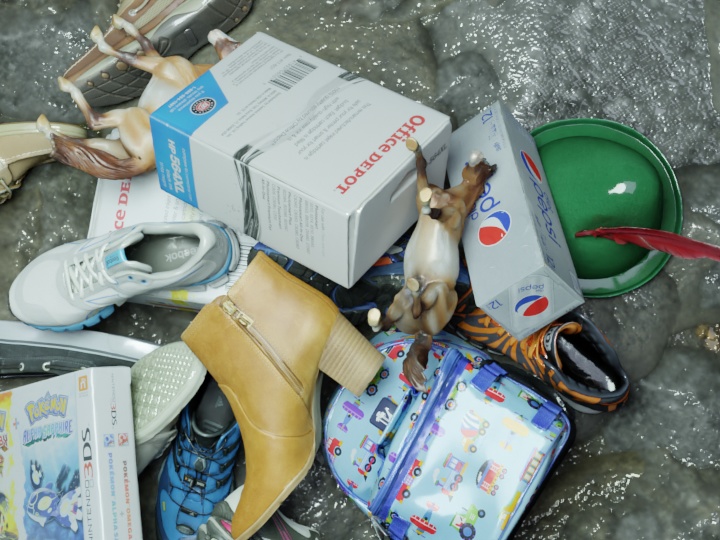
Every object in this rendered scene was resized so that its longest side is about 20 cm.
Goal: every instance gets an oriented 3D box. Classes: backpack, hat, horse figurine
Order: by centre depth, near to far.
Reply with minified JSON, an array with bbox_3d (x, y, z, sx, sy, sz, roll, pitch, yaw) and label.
[{"bbox_3d":[0.053,-0.008,0.860,0.049,0.132,0.204,7,81,20],"label":"horse figurine"},{"bbox_3d":[0.058,0.139,0.933,0.199,0.134,0.184,34,90,16],"label":"backpack"},{"bbox_3d":[0.210,-0.071,0.938,0.196,0.176,0.169,8,80,6],"label":"hat"},{"bbox_3d":[-0.186,-0.142,0.955,0.131,0.050,0.202,28,56,-4],"label":"horse figurine"}]

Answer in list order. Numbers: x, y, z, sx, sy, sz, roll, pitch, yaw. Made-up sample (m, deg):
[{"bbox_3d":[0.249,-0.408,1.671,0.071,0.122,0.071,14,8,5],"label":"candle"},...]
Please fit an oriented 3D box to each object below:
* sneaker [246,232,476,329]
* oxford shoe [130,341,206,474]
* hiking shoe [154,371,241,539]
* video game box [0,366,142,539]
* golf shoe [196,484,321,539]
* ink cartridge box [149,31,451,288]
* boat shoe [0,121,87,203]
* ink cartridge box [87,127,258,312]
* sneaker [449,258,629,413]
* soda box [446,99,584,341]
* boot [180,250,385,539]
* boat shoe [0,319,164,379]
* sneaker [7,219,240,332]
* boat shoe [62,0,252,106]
[{"bbox_3d":[0.000,0.000,0.944,0.197,0.076,0.079,8,43,-18],"label":"sneaker"},{"bbox_3d":[-0.186,0.134,0.963,0.200,0.057,0.076,-47,39,25],"label":"oxford shoe"},{"bbox_3d":[-0.139,0.155,0.972,0.073,0.087,0.203,12,81,7],"label":"hiking shoe"},{"bbox_3d":[-0.261,0.187,0.945,0.198,0.046,0.185,-16,73,39],"label":"video game box"},{"bbox_3d":[-0.049,0.267,0.950,0.201,0.077,0.088,53,52,-6],"label":"golf shoe"},{"bbox_3d":[-0.047,-0.093,0.906,0.198,0.085,0.146,28,51,23],"label":"ink cartridge box"},{"bbox_3d":[-0.343,-0.092,1.046,0.197,0.071,0.066,-12,85,11],"label":"boat shoe"},{"bbox_3d":[-0.133,-0.038,1.008,0.196,0.083,0.148,8,80,5],"label":"ink cartridge box"},{"bbox_3d":[0.147,0.045,0.956,0.198,0.112,0.078,32,83,9],"label":"sneaker"},{"bbox_3d":[0.123,-0.045,0.942,0.068,0.063,0.202,-33,42,24],"label":"soda box"},{"bbox_3d":[-0.088,0.099,0.893,0.143,0.071,0.202,35,95,1],"label":"boot"},{"bbox_3d":[-0.251,0.082,1.009,0.196,0.069,0.058,7,84,12],"label":"boat shoe"},{"bbox_3d":[-0.202,-0.005,0.922,0.197,0.087,0.076,-18,81,3],"label":"sneaker"},{"bbox_3d":[-0.196,-0.228,1.058,0.199,0.076,0.072,-35,72,-9],"label":"boat shoe"}]
